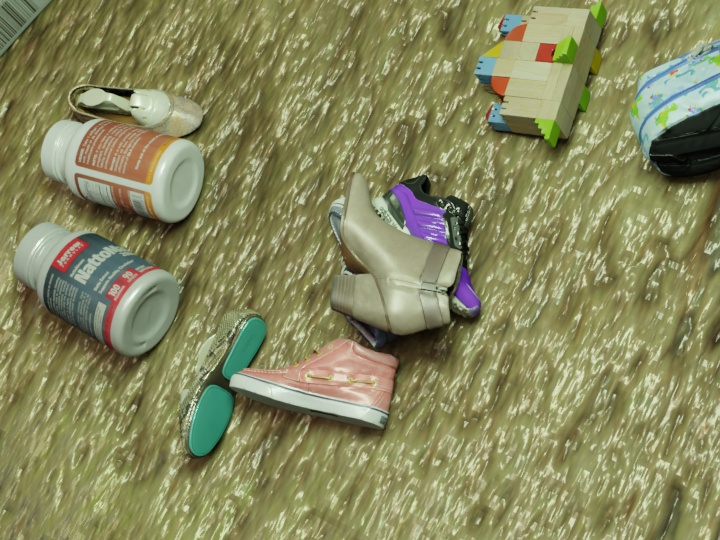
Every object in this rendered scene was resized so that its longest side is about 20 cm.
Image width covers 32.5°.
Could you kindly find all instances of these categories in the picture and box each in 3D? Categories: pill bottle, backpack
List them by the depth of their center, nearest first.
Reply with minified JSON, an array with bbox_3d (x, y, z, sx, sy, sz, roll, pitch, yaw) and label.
[{"bbox_3d":[0.412,-0.186,1.417,0.200,0.163,0.154,-35,57,11],"label":"backpack"},{"bbox_3d":[-0.345,0.017,1.593,0.200,0.120,0.120,26,82,23],"label":"pill bottle"},{"bbox_3d":[-0.318,-0.138,1.640,0.200,0.112,0.112,16,78,21],"label":"pill bottle"}]

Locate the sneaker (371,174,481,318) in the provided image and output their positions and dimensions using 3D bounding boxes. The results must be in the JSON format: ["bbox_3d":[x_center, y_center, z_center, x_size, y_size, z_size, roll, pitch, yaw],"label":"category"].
[{"bbox_3d":[0.102,-0.039,1.501,0.099,0.070,0.200,-36,67,1],"label":"sneaker"}]

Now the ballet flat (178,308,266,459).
[{"bbox_3d":[-0.184,0.138,1.543,0.075,0.068,0.200,9,69,42],"label":"ballet flat"}]

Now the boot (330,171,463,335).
[{"bbox_3d":[0.046,-0.019,1.441,0.146,0.070,0.200,3,70,9],"label":"boot"}]

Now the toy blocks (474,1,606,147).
[{"bbox_3d":[0.209,-0.249,1.534,0.137,0.100,0.200,11,75,32],"label":"toy blocks"}]

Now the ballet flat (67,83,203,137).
[{"bbox_3d":[-0.315,-0.221,1.690,0.200,0.067,0.068,5,75,18],"label":"ballet flat"}]

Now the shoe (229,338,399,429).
[{"bbox_3d":[-0.054,0.126,1.498,0.200,0.071,0.091,11,75,13],"label":"shoe"}]

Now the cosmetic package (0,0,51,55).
[{"bbox_3d":[-0.587,-0.432,1.788,0.200,0.165,0.165,38,85,24],"label":"cosmetic package"}]

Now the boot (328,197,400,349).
[{"bbox_3d":[0.000,0.000,1.503,0.090,0.073,0.200,-27,64,-25],"label":"boot"}]
